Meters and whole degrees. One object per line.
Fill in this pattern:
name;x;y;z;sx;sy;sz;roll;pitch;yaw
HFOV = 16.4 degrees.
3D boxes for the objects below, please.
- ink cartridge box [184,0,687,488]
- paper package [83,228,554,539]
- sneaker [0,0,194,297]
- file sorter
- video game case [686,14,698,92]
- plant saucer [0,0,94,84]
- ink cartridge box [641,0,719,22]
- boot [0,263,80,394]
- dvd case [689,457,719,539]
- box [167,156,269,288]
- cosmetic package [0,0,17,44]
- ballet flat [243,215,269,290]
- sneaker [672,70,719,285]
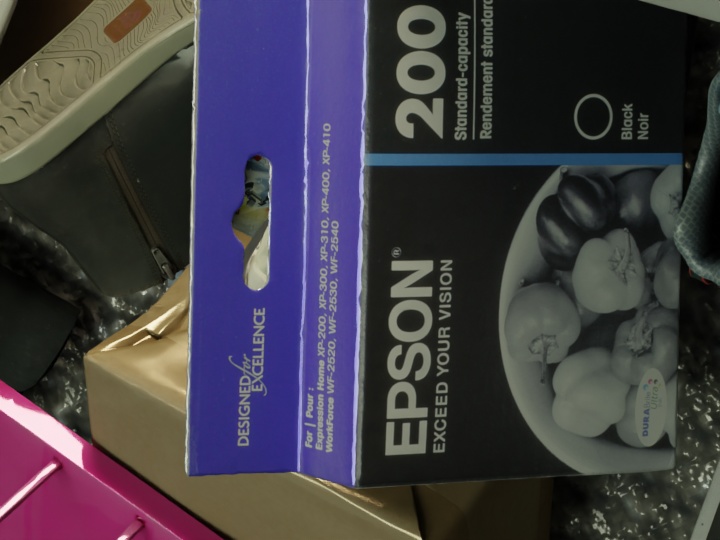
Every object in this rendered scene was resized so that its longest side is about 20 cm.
ink cartridge box;0.032;-0.018;0.964;0.043;0.199;0.199;-167;76;-65
paper package;-0.018;0.111;1.102;0.190;0.103;0.200;26;141;23
sneaker;-0.068;-0.081;1.101;0.200;0.106;0.075;-36;39;3
file sorter;-0.130;0.173;1.080;0.200;0.125;0.139;33;143;17
video game case;0.053;-0.129;1.064;0.200;0.019;0.143;20;116;31
plant saucer;-0.143;-0.155;1.168;0.200;0.029;0.201;7;101;41
ink cartridge box;0.087;-0.189;0.934;0.200;0.083;0.145;20;75;30
boot;-0.225;-0.019;1.226;0.200;0.066;0.165;38;138;-7
dvd case;0.193;0.187;1.066;0.150;0.025;0.200;29;121;25
box;0.000;0.000;1.133;0.200;0.040;0.137;16;114;32
cosmetic package;-0.205;-0.125;1.099;0.107;0.085;0.200;23;101;-10
ballet flat;-0.005;-0.026;1.011;0.073;0.200;0.073;28;160;11
sneaker;0.180;-0.071;0.941;0.079;0.095;0.200;34;123;22
